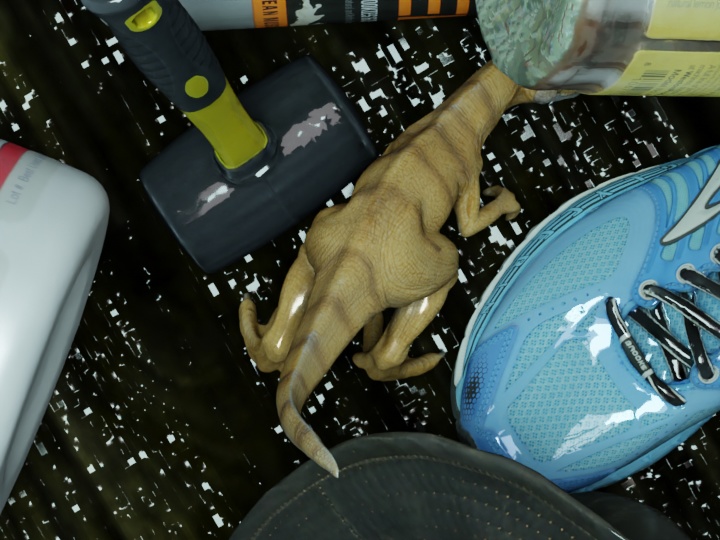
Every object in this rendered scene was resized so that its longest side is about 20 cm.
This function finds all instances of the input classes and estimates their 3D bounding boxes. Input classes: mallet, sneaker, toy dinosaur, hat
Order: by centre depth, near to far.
[{"bbox_3d":[-0.033,-0.052,0.767,0.066,0.200,0.041,-33,75,-7],"label":"mallet"},{"bbox_3d":[0.000,0.000,0.803,0.060,0.106,0.200,29,52,4],"label":"toy dinosaur"},{"bbox_3d":[0.053,0.113,0.810,0.201,0.201,0.081,52,48,-1],"label":"hat"},{"bbox_3d":[0.110,-0.007,0.819,0.200,0.090,0.078,-37,92,0],"label":"sneaker"}]

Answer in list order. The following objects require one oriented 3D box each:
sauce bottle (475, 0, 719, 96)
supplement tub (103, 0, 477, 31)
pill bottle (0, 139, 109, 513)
[{"bbox_3d":[0.127,-0.075,0.751,0.200,0.065,0.065,1,92,-27],"label":"sauce bottle"},{"bbox_3d":[0.020,-0.131,0.800,0.199,0.123,0.123,-4,91,0],"label":"supplement tub"},{"bbox_3d":[-0.180,-0.007,0.805,0.200,0.112,0.112,21,91,-1],"label":"pill bottle"}]
